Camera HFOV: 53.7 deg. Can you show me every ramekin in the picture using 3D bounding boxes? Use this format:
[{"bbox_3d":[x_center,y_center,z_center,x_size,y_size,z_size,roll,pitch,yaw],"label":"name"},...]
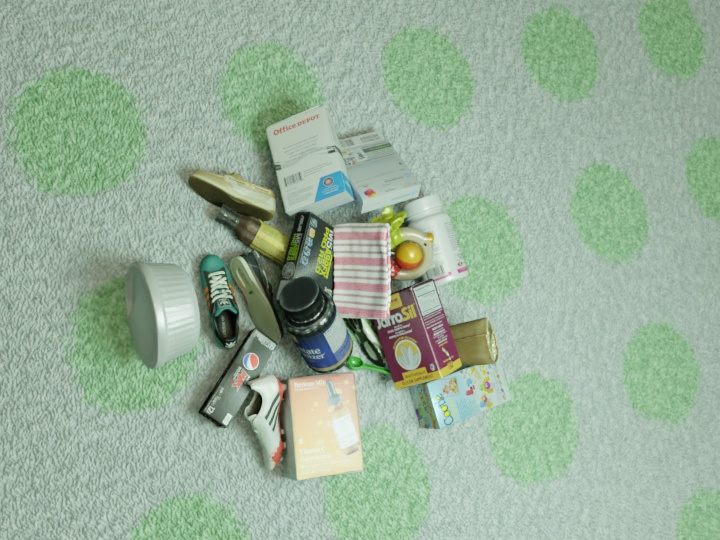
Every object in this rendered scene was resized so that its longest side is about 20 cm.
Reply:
[{"bbox_3d":[-0.383,0.079,1.383,0.092,0.201,0.208,-11,84,-33],"label":"ramekin"}]

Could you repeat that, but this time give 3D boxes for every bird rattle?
[{"bbox_3d":[0.082,-0.030,1.584,0.159,0.113,0.205,8,113,-5],"label":"bird rattle"}]

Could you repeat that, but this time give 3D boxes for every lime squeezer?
[{"bbox_3d":[-0.020,0.180,1.567,0.200,0.070,0.038,44,49,-7],"label":"lime squeezer"}]

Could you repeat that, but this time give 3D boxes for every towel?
[{"bbox_3d":[0.000,0.000,1.519,0.030,0.143,0.206,0,90,-55],"label":"towel"}]

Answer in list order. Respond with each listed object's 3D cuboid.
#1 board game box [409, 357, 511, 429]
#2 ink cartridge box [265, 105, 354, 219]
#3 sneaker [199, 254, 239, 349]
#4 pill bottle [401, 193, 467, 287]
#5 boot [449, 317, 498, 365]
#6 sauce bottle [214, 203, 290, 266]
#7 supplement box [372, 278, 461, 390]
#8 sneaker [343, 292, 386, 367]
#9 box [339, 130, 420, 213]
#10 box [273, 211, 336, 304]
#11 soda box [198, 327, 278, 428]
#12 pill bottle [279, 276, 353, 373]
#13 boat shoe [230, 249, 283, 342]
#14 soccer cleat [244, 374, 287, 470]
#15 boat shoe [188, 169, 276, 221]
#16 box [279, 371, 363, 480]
[{"bbox_3d":[0.226,0.279,1.626,0.196,0.103,0.107,-15,85,-23],"label":"board game box"},{"bbox_3d":[-0.110,-0.233,1.557,0.143,0.084,0.205,-18,75,12],"label":"ink cartridge box"},{"bbox_3d":[-0.286,0.061,1.479,0.070,0.080,0.205,-12,84,-22],"label":"sneaker"},{"bbox_3d":[0.170,-0.066,1.665,0.111,0.113,0.205,-16,86,-23],"label":"pill bottle"},{"bbox_3d":[0.201,0.130,1.595,0.066,0.197,0.180,-16,92,-54],"label":"boot"},{"bbox_3d":[-0.220,-0.076,1.541,0.198,0.064,0.066,32,70,-14],"label":"sauce bottle"},{"bbox_3d":[0.119,0.139,1.551,0.102,0.129,0.205,-16,85,-53],"label":"supplement box"},{"bbox_3d":[0.023,0.112,1.605,0.088,0.076,0.203,-32,99,-34],"label":"sneaker"},{"bbox_3d":[0.025,-0.230,1.627,0.153,0.042,0.202,-18,54,-23],"label":"box"},{"bbox_3d":[-0.099,-0.002,1.543,0.159,0.043,0.205,33,65,-48],"label":"box"},{"bbox_3d":[-0.251,0.221,1.467,0.063,0.071,0.202,35,69,-10],"label":"soda box"},{"bbox_3d":[-0.092,0.109,1.443,0.112,0.110,0.202,-48,140,-22],"label":"pill bottle"},{"bbox_3d":[-0.206,0.055,1.521,0.067,0.071,0.204,-28,96,-48],"label":"boat shoe"},{"bbox_3d":[-0.198,0.311,1.449,0.083,0.068,0.206,-4,105,-33],"label":"soccer cleat"},{"bbox_3d":[-0.273,-0.173,1.541,0.196,0.074,0.068,24,59,-17],"label":"boat shoe"},{"bbox_3d":[-0.087,0.324,1.494,0.148,0.106,0.206,-3,81,-21],"label":"box"}]
